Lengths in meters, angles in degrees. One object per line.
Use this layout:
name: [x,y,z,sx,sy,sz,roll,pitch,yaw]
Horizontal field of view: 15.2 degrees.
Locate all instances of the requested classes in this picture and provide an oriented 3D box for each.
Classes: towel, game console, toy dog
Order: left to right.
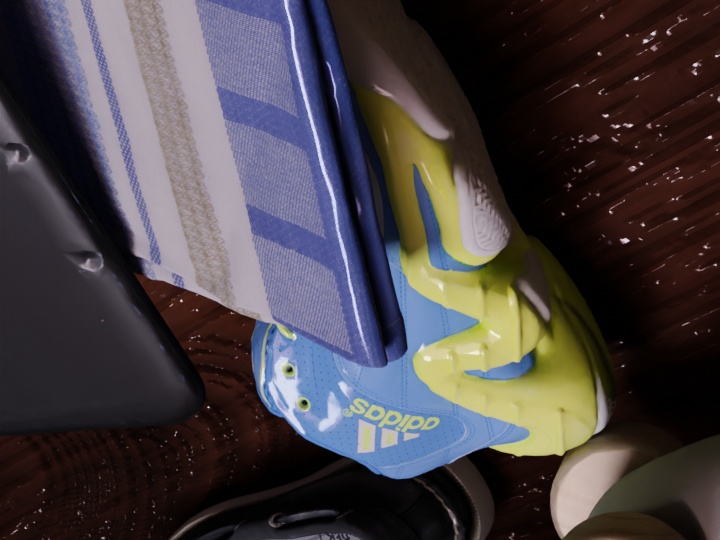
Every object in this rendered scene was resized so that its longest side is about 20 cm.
game console: [-0.153,-0.044,0.867,0.116,0.176,0.200,-27,127,3]
towel: [-0.068,-0.058,0.786,0.200,0.024,0.147,23,137,43]
toy dog: [0.147,0.089,0.825,0.200,0.132,0.096,-11,111,38]

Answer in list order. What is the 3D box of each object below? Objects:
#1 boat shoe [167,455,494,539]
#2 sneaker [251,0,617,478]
boat shoe: [-0.036,0.126,0.999,0.199,0.066,0.075,-27,100,39]
sneaker: [0.000,0.000,0.820,0.105,0.076,0.200,-26,127,10]
